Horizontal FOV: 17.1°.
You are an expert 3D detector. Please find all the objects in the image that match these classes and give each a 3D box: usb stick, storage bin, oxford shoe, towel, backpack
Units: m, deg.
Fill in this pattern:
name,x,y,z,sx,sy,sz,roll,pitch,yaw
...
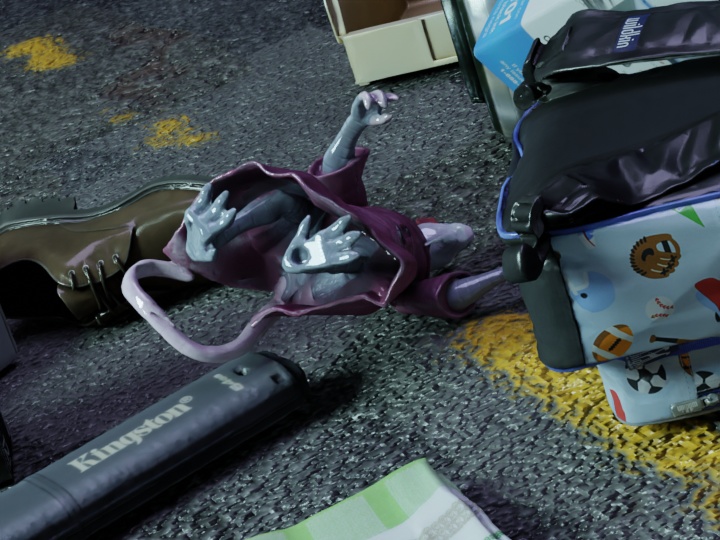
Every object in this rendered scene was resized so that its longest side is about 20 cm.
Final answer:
name,x,y,z,sx,sy,sz,roll,pitch,yaw
usb stick,-0.113,0.095,1.151,0.199,0.033,0.055,-29,22,-29
storage bin,0.090,-0.219,1.700,0.199,0.094,0.199,-12,21,16
oxford shoe,-0.133,-0.001,1.387,0.199,0.073,0.085,-11,36,26
towel,-0.003,0.136,0.954,0.149,0.031,0.200,-21,20,-11
backpack,0.167,-0.029,1.064,0.190,0.155,0.200,-19,27,17

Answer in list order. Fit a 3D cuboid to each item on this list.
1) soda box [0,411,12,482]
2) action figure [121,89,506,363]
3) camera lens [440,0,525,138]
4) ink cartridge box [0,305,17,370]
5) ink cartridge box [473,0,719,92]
name,x,y,z,sx,sy,sz,roll,pitch,yaw
soda box,-0.241,0.020,1.211,0.070,0.201,0.063,-19,19,-3
action figure,0.000,0.000,1.225,0.149,0.134,0.200,-46,-19,16
camera lens,0.148,-0.176,1.442,0.199,0.161,0.160,-16,20,5
ink cartridge box,-0.322,0.051,1.369,0.199,0.084,0.146,-3,26,35
ink cartridge box,0.176,-0.123,1.196,0.200,0.146,0.086,-25,29,56
